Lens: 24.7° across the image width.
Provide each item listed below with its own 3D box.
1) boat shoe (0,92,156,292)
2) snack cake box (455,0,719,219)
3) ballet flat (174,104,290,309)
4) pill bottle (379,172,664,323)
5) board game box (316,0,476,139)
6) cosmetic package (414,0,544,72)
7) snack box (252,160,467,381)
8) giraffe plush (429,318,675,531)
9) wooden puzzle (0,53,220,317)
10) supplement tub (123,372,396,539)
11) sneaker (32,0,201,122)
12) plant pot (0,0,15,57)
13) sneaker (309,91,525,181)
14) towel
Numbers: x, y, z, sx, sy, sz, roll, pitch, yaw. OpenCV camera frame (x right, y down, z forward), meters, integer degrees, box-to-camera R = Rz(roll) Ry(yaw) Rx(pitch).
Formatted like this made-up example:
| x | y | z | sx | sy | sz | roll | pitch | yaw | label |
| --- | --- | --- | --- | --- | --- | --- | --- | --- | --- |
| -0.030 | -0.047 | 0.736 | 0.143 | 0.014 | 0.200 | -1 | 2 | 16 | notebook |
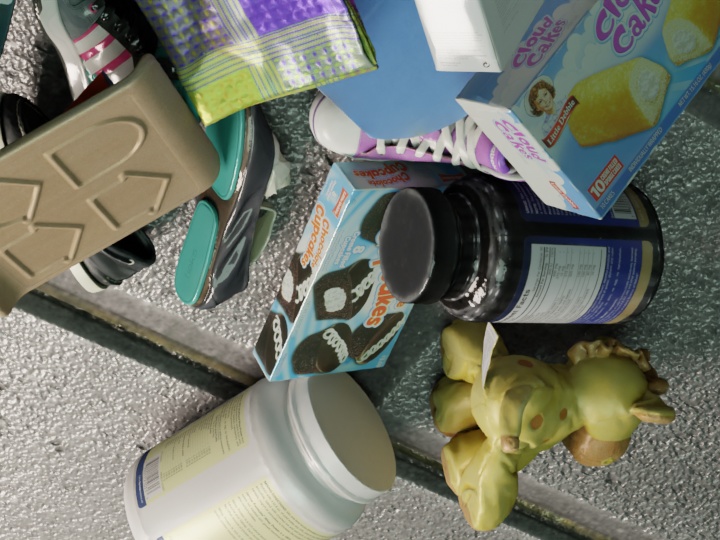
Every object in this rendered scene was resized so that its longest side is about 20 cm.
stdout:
| x | y | z | sx | sy | sz | roll | pitch | yaw | label |
| --- | --- | --- | --- | --- | --- | --- | --- | --- | --- |
| -0.211 | -0.061 | 1.242 | 0.066 | 0.075 | 0.200 | -11 | 131 | 14 | boat shoe |
| 0.173 | -0.151 | 1.132 | 0.200 | 0.067 | 0.115 | -52 | 123 | -11 | snack cake box |
| -0.093 | -0.059 | 1.265 | 0.073 | 0.073 | 0.201 | 10 | 121 | -11 | ballet flat |
| 0.120 | -0.016 | 1.240 | 0.199 | 0.112 | 0.112 | 2 | 131 | -27 | pill bottle |
| 0.019 | -0.193 | 1.162 | 0.200 | 0.039 | 0.158 | 42 | 107 | -4 | board game box |
| 0.086 | -0.245 | 1.037 | 0.051 | 0.200 | 0.151 | 6 | 135 | 29 | cosmetic package |
| 0.000 | 0.000 | 1.298 | 0.116 | 0.037 | 0.201 | -5 | 135 | -35 | snack box |
| 0.162 | 0.107 | 1.351 | 0.161 | 0.173 | 0.200 | -3 | 147 | -15 | giraffe plush |
| -0.205 | -0.062 | 1.136 | 0.199 | 0.046 | 0.185 | -34 | 159 | -2 | wooden puzzle |
| -0.084 | 0.178 | 1.395 | 0.199 | 0.145 | 0.145 | -32 | 123 | 21 | supplement tub |
| -0.154 | -0.169 | 1.154 | 0.120 | 0.084 | 0.201 | -6 | 136 | 9 | sneaker |
| -0.337 | -0.192 | 1.073 | 0.195 | 0.201 | 0.201 | 16 | 127 | -4 | plant pot |
| 0.065 | -0.104 | 1.192 | 0.199 | 0.114 | 0.073 | -1 | 110 | -6 | sneaker |
| -0.085 | -0.191 | 1.071 | 0.143 | 0.023 | 0.201 | -14 | 127 | 18 | towel |
